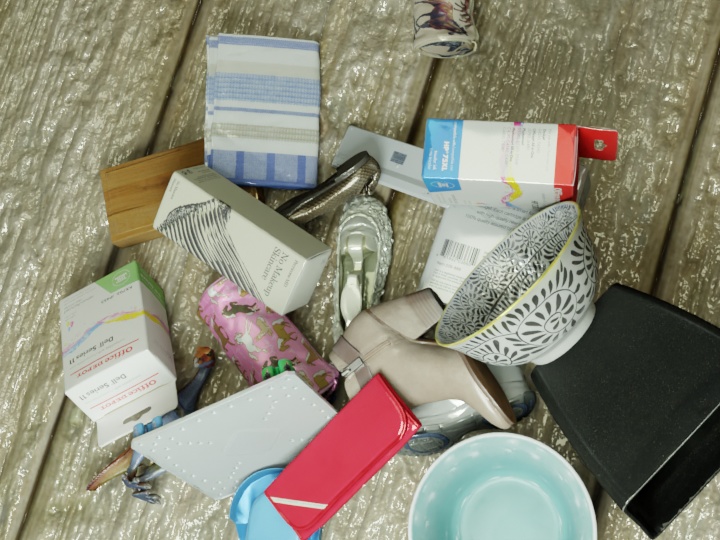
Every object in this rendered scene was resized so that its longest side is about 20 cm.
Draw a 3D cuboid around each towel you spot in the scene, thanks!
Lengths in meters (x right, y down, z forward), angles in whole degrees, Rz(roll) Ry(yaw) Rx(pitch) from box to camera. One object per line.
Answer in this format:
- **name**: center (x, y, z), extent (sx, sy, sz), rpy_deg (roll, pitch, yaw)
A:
- **towel**: center (-0.122, -0.198, 1.445), extent (0.145, 0.024, 0.203), rpy_deg (2, 76, -8)

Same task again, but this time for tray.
- **tray**: center (-0.225, -0.104, 1.467), extent (0.198, 0.037, 0.100), rpy_deg (-16, 75, 9)

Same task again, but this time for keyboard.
- **keyboard**: center (0.043, -0.125, 1.379), extent (0.199, 0.011, 0.057), rpy_deg (24, 82, 42)

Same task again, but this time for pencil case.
- **pencil case**: center (-0.110, 0.088, 1.376), extent (0.200, 0.086, 0.083), rpy_deg (48, 134, 18)
- **pencil case**: center (0.105, -0.354, 1.419), extent (0.088, 0.078, 0.203), rpy_deg (-7, 76, 27)

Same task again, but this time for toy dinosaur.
- **toy dinosaur**: center (-0.237, 0.175, 1.388), extent (0.198, 0.105, 0.183), rpy_deg (2, 60, 24)

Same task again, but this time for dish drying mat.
- **dish drying mat**: center (-0.022, 0.207, 1.278), extent (0.200, 0.018, 0.077), rpy_deg (-47, 71, 19)

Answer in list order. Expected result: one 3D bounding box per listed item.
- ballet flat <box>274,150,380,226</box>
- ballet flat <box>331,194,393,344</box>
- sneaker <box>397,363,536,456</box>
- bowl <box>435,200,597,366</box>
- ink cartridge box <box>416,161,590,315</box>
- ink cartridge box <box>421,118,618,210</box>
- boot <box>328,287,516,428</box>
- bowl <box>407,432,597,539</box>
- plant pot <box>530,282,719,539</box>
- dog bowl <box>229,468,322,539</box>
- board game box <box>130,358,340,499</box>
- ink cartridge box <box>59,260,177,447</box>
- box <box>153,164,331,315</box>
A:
- **ballet flat**: center (-0.056, -0.073, 1.397), extent (0.199, 0.068, 0.046), rpy_deg (-33, 110, 20)
- **ballet flat**: center (0.000, 0.000, 1.376), extent (0.071, 0.072, 0.203), rpy_deg (0, 78, 13)
- **sneaker**: center (0.098, 0.151, 1.328), extent (0.198, 0.075, 0.088), rpy_deg (-19, 57, 6)
- **bowl**: center (0.179, 0.033, 1.195), extent (0.094, 0.201, 0.201), rpy_deg (43, 91, -11)
- **ink cartridge box**: center (0.167, -0.036, 1.332), extent (0.144, 0.084, 0.202), rpy_deg (18, 83, 17)
- **ink cartridge box**: center (0.171, -0.110, 1.240), extent (0.197, 0.116, 0.068), rpy_deg (4, 81, 12)
- **boot**: center (0.060, 0.123, 1.278), extent (0.146, 0.070, 0.201), rpy_deg (-37, 69, 12)
- **bowl**: center (0.157, 0.280, 1.257), extent (0.198, 0.105, 0.204), rpy_deg (-3, 78, 13)
- **plant pot**: center (0.296, 0.133, 1.218), extent (0.200, 0.199, 0.177), rpy_deg (-46, 60, 1)
- **dog bowl**: center (-0.098, 0.331, 1.338), extent (0.110, 0.050, 0.203), rpy_deg (5, 79, 14)
- **board game box**: center (-0.123, 0.180, 1.294), extent (0.198, 0.200, 0.026), rpy_deg (-24, 55, 11)
- **ink cartridge box**: center (-0.287, 0.096, 1.376), extent (0.116, 0.068, 0.201), rpy_deg (-28, 43, 7)
- **box**: center (-0.139, -0.038, 1.357), extent (0.199, 0.068, 0.083), rpy_deg (32, 113, 17)
